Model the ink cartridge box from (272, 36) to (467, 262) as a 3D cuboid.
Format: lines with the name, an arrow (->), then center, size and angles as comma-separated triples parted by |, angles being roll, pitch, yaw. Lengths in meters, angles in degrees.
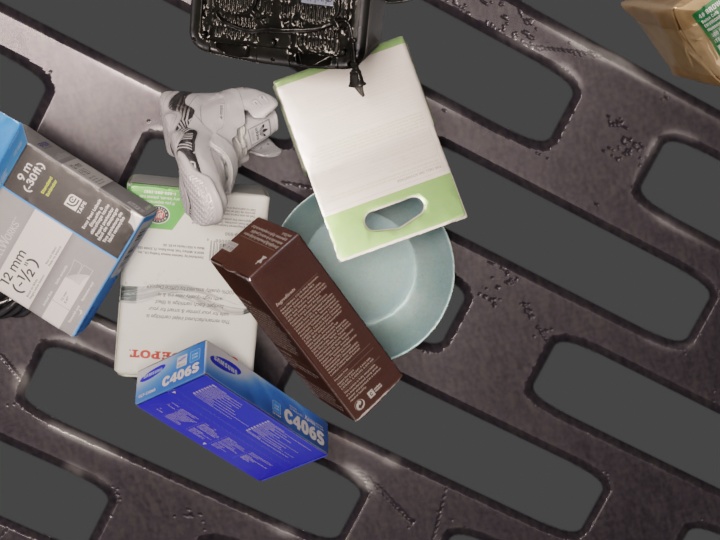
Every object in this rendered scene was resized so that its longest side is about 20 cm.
ink cartridge box -> 0.010, -0.124, 1.430 | 0.145, 0.048, 0.200 | -20, 88, -3

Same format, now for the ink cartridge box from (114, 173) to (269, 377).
ink cartridge box -> -0.176, 0.009, 1.441 | 0.146, 0.083, 0.200 | 6, 100, -8

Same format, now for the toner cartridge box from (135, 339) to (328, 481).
toner cartridge box -> -0.129, 0.148, 1.431 | 0.095, 0.043, 0.200 | -25, 137, 26

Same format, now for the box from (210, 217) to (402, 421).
box -> -0.054, 0.048, 1.388 | 0.075, 0.100, 0.200 | -44, 119, -13

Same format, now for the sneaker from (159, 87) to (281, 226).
sneaker -> -0.130, -0.122, 1.373 | 0.115, 0.200, 0.075 | -11, 130, -11

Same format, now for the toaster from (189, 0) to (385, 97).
toaster -> -0.064, -0.286, 1.349 | 0.180, 0.119, 0.200 | 8, 107, 11

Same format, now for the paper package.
paper package -> 0.388, -0.290, 1.391 | 0.200, 0.191, 0.104 | -39, 102, 3

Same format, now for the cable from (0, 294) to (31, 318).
cable -> -0.370, -0.043, 1.426 | 0.163, 0.051, 0.200 | 42, 93, -12

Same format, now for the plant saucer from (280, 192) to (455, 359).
plant saucer -> 0.000, 0.000, 1.482 | 0.201, 0.039, 0.201 | -1, 102, -6

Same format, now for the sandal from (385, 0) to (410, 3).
sandal -> -0.014, -0.328, 1.411 | 0.200, 0.048, 0.075 | 21, 98, -9

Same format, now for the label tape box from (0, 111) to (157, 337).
label tape box -> -0.323, -0.050, 1.357 | 0.200, 0.066, 0.143 | 32, 102, -4
